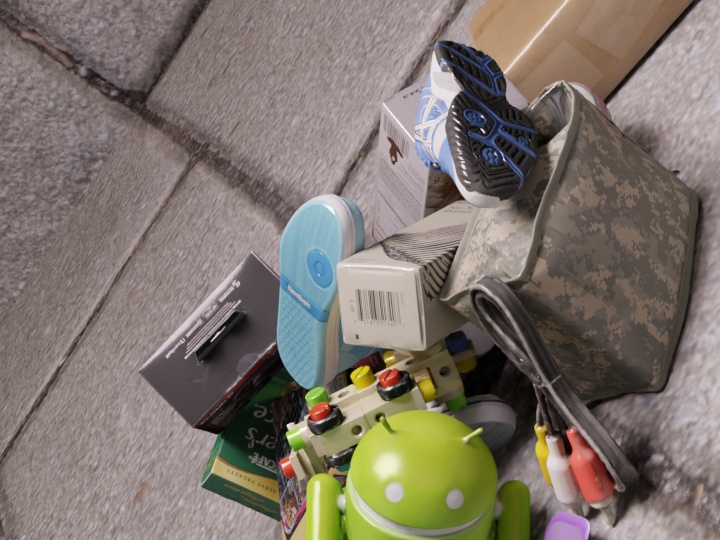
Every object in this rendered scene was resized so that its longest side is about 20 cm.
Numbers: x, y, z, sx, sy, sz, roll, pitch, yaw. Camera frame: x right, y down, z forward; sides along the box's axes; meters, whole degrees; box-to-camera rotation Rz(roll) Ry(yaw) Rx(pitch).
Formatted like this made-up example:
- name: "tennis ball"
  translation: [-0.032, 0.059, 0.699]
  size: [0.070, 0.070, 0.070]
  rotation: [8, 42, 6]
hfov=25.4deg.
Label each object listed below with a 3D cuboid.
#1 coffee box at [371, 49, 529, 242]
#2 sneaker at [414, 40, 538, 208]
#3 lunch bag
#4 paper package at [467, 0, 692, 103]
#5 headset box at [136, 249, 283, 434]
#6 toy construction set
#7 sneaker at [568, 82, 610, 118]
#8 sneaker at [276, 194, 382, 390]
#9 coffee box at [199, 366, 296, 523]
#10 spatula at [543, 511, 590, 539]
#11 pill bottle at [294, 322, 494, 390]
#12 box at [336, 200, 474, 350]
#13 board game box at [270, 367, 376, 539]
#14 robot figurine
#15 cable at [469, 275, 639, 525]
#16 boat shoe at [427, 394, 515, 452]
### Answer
- name: "coffee box"
  translation: [0.079, -0.088, 1.454]
  size: [0.114, 0.080, 0.201]
  rotation: [-29, -28, -20]
- name: "sneaker"
  translation: [0.085, -0.100, 1.238]
  size: [0.201, 0.075, 0.078]
  rotation: [-95, 26, -56]
- name: "lunch bag"
  translation: [0.174, -0.026, 1.247]
  size: [0.117, 0.163, 0.202]
  rotation: [-18, 43, 53]
- name: "paper package"
  translation: [0.213, -0.256, 1.568]
  size: [0.200, 0.103, 0.191]
  rotation: [-49, 21, 21]
- name: "headset box"
  translation: [-0.117, 0.070, 1.459]
  size: [0.149, 0.077, 0.200]
  rotation: [-47, -8, -4]
- name: "toy construction set"
  translation: [0.007, 0.106, 1.315]
  size: [0.199, 0.092, 0.131]
  rotation: [-40, 18, 6]
- name: "sneaker"
  translation: [0.177, -0.065, 1.420]
  size: [0.105, 0.075, 0.203]
  rotation: [-13, -61, -71]
- name: "sneaker"
  translation: [0.000, 0.000, 1.342]
  size: [0.080, 0.130, 0.201]
  rotation: [46, 144, 29]
- name: "coffee box"
  translation: [-0.072, 0.148, 1.598]
  size: [0.044, 0.122, 0.202]
  rotation: [-48, 19, 56]
- name: "spatula"
  translation: [0.115, 0.271, 1.161]
  size: [0.202, 0.020, 0.056]
  rotation: [-62, 23, -9]
- name: "pill bottle"
  translation: [0.035, 0.076, 1.482]
  size: [0.199, 0.112, 0.113]
  rotation: [-34, 31, 46]
- name: "box"
  translation: [0.066, 0.000, 1.298]
  size: [0.081, 0.069, 0.199]
  rotation: [3, 19, 31]
- name: "board game box"
  translation: [-0.025, 0.201, 1.423]
  size: [0.135, 0.034, 0.203]
  rotation: [-26, 65, 52]
- name: "robot figurine"
  translation: [0.043, 0.194, 1.232]
  size: [0.116, 0.173, 0.202]
  rotation: [-91, 6, -56]
- name: "cable"
  translation: [0.135, 0.099, 1.149]
  size: [0.050, 0.201, 0.097]
  rotation: [-38, 21, -16]
- name: "boat shoe"
  translation: [0.061, 0.132, 1.384]
  size: [0.199, 0.073, 0.068]
  rotation: [-32, 52, 49]
